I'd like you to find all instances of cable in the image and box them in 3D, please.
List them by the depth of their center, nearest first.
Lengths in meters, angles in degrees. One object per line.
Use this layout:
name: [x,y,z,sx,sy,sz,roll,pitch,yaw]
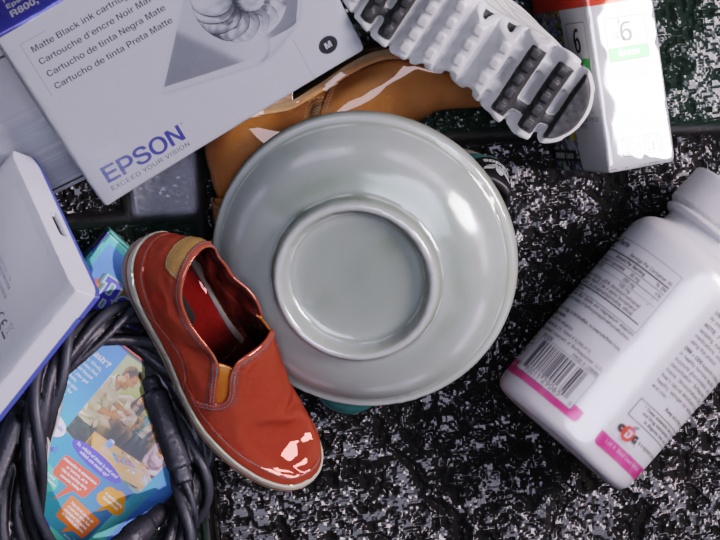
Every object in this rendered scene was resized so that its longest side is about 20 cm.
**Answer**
cable: [-0.155,0.115,1.552,0.163,0.051,0.201,28,73,-32]

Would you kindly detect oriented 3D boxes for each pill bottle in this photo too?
pill bottle: [0.196,0.037,1.638,0.113,0.113,0.200,42,88,-9]

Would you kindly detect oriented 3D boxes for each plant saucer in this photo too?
plant saucer: [0.000,0.000,1.572,0.199,0.050,0.201,2,110,6]

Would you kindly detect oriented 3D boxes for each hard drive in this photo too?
hard drive: [-0.246,0.042,1.537,0.025,0.132,0.200,20,119,-42]

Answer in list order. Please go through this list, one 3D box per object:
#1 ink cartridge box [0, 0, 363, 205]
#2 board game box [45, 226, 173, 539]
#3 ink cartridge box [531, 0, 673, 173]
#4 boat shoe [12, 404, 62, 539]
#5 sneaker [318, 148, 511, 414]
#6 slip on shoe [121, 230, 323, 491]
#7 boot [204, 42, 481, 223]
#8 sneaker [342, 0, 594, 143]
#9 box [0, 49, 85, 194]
ink cartridge box: [-0.123,-0.166,1.509,0.199,0.041,0.200,-32,126,-1]
board game box: [-0.176,0.095,1.623,0.152,0.045,0.200,43,88,-9]
ink cartridge box: [0.152,-0.166,1.616,0.050,0.109,0.201,-11,96,-14]
boat shoe: [-0.233,0.111,1.563,0.074,0.060,0.201,13,92,-7]
sneaker: [0.033,0.008,1.627,0.071,0.080,0.200,31,90,-12]
slip on shoe: [-0.079,0.060,1.563,0.074,0.061,0.200,-47,118,-36]
boot: [-0.003,-0.073,1.626,0.199,0.074,0.155,2,97,-2]
sneaker: [0.062,-0.158,1.558,0.200,0.081,0.075,40,107,-3]
box: [-0.221,-0.106,1.569,0.200,0.060,0.117,-25,127,-6]
